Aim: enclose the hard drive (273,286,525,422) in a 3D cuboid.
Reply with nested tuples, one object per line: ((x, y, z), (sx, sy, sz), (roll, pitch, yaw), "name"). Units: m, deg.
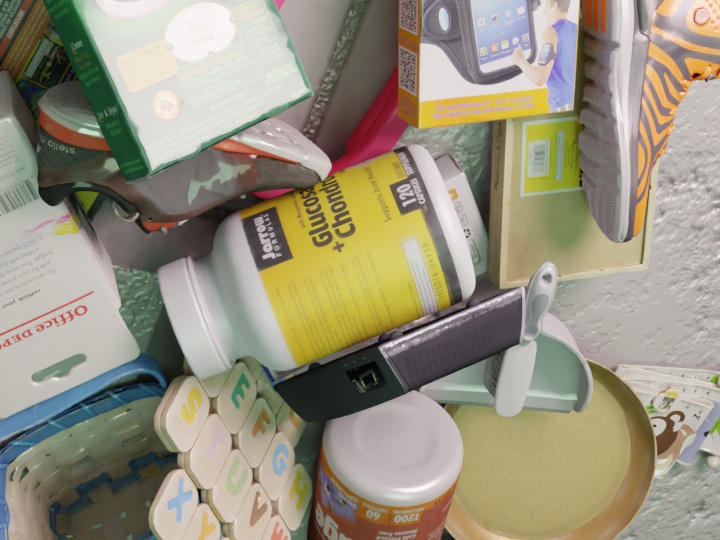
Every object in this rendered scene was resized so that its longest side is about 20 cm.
((0.027, 0.064, 0.946), (0.134, 0.200, 0.043), (-21, 87, -26), "hard drive")

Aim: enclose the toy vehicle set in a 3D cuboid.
((0.158, -0.089, 0.965), (0.123, 0.027, 0.202), (-6, 115, -14), "toy vehicle set")

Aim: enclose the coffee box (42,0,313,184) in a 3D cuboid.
((-0.119, -0.166, 0.751), (0.122, 0.044, 0.202), (-30, 102, -29), "coffee box")

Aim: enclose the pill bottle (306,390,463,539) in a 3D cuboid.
((0.014, 0.199, 1.080), (0.111, 0.113, 0.201), (-5, 135, -15), "pill bottle")

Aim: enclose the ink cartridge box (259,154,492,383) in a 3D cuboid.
((0.000, 0.000, 0.989), (0.198, 0.037, 0.095), (-29, 129, -3), "ink cartridge box")

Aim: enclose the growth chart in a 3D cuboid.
((0.260, 0.138, 1.187), (0.197, 0.018, 0.146), (1, 124, -18), "growth chart")

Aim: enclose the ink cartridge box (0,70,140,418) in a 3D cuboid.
((-0.233, -0.011, 0.854), (0.116, 0.068, 0.201), (-24, 127, -3), "ink cartridge box")

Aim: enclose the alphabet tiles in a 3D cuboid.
((-0.089, 0.139, 0.979), (0.014, 0.197, 0.201), (-1, 134, 28), "alphabet tiles")

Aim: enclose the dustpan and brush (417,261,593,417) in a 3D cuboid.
((0.122, 0.056, 1.007), (0.138, 0.058, 0.202), (5, 131, -3), "dustpan and brush")

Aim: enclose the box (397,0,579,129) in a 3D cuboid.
((0.084, -0.198, 0.852), (0.118, 0.041, 0.202), (-9, 116, -20), "box")

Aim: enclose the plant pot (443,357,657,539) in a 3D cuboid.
((0.152, 0.160, 1.127), (0.197, 0.028, 0.203), (-1, 108, -3), "plant pot")

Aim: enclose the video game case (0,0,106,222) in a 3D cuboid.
((-0.215, -0.129, 0.839), (0.179, 0.026, 0.201), (24, 113, -30), "video game case")

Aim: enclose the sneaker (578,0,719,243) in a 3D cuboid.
((0.213, -0.118, 0.909), (0.111, 0.078, 0.202), (-8, 115, -12), "sneaker")

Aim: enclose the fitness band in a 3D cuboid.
((-0.025, -0.136, 0.889), (0.142, 0.038, 0.201), (21, 114, -29), "fitness band")

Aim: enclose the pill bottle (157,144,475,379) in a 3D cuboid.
((-0.030, 0.000, 0.891), (0.198, 0.112, 0.113), (-22, 128, -1), "pill bottle")

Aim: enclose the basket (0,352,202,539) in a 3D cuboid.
((-0.195, 0.151, 0.968), (0.175, 0.140, 0.201), (-25, 137, 1), "basket")

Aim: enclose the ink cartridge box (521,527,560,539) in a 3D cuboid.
((0.108, 0.335, 1.186), (0.198, 0.147, 0.088), (-20, 167, -1), "ink cartridge box")

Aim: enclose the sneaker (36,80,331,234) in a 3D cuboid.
((-0.114, -0.064, 0.832), (0.198, 0.077, 0.083), (6, 115, -31), "sneaker")
